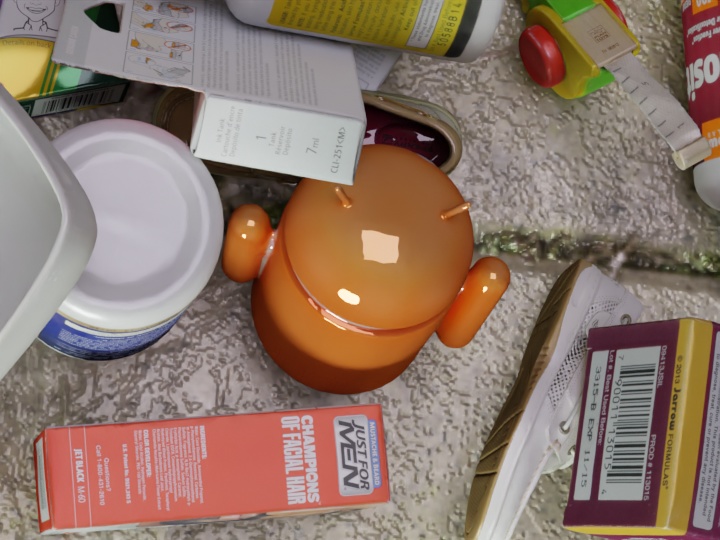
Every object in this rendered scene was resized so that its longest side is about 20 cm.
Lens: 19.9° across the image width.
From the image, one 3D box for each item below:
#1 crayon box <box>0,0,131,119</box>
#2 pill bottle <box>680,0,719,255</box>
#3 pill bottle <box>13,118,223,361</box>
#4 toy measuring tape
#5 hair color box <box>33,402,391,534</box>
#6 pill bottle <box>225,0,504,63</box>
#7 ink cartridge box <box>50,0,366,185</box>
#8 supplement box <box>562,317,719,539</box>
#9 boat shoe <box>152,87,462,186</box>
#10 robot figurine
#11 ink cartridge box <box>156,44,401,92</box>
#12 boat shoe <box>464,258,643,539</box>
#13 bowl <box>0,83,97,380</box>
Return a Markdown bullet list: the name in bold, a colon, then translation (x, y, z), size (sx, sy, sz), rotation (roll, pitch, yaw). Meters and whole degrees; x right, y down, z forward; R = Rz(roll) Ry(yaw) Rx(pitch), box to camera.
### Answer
- **crayon box**: translation (-0.258, -0.175, 1.265), size (0.198, 0.058, 0.174), rotation (-12, 83, -15)
- **pill bottle**: translation (0.271, -0.105, 1.345), size (0.112, 0.113, 0.202), rotation (-1, 80, -13)
- **pill bottle**: translation (-0.148, -0.009, 1.189), size (0.115, 0.200, 0.117), rotation (2, 79, -12)
- **toy measuring tape**: translation (0.159, -0.123, 1.327), size (0.073, 0.074, 0.200), rotation (-26, 57, -15)
- **hair color box**: translation (-0.091, 0.120, 1.226), size (0.198, 0.111, 0.065), rotation (-4, 82, -13)
- **pill bottle**: translation (-0.017, -0.191, 1.200), size (0.198, 0.111, 0.112), rotation (8, 79, -12)
- **ink cartridge box**: translation (-0.089, -0.117, 1.184), size (0.172, 0.200, 0.044), rotation (9, 113, -8)
- **supplement box**: translation (0.238, 0.115, 1.275), size (0.199, 0.103, 0.132), rotation (17, 75, -30)
- **boat shoe**: translation (-0.031, -0.088, 1.285), size (0.198, 0.066, 0.075), rotation (2, 97, -5)
- **robot figurine**: translation (0.002, 0.000, 1.218), size (0.144, 0.200, 0.116), rotation (46, 63, 9)
- **ink cartridge box**: translation (-0.042, -0.183, 1.334), size (0.159, 0.047, 0.201), rotation (31, 92, -6)
- **boat shoe**: translation (0.128, 0.093, 1.301), size (0.069, 0.071, 0.201), rotation (27, 74, -7)
- **bowl**: translation (-0.233, -0.017, 1.069), size (0.200, 0.075, 0.200), rotation (47, 107, 23)
